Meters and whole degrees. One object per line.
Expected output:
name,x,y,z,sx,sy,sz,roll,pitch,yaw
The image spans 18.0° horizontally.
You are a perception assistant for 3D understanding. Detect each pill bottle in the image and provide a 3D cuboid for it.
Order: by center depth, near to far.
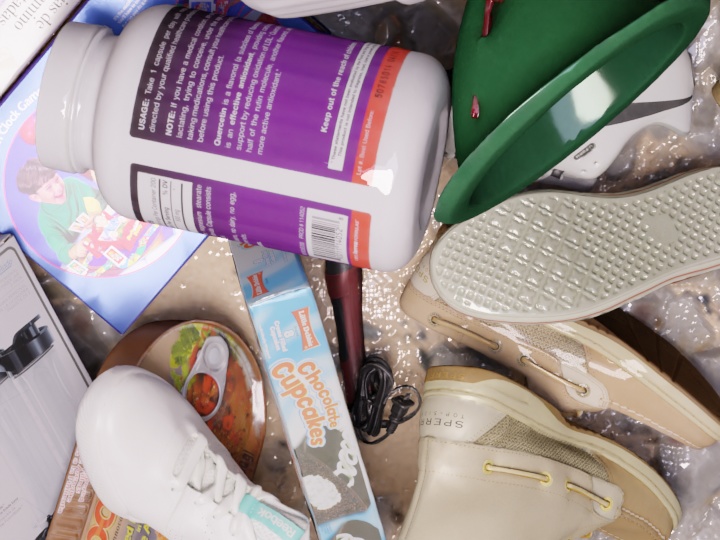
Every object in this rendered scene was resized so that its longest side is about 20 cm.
pill bottle,-0.059,-0.071,1.155,0.199,0.112,0.113,12,105,8

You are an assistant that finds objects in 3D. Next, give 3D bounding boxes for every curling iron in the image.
curling iron,0.000,0.000,1.276,0.049,0.026,0.202,-1,103,36

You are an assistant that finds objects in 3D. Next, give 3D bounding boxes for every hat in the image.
hat,0.065,-0.152,1.142,0.200,0.166,0.176,-39,80,8

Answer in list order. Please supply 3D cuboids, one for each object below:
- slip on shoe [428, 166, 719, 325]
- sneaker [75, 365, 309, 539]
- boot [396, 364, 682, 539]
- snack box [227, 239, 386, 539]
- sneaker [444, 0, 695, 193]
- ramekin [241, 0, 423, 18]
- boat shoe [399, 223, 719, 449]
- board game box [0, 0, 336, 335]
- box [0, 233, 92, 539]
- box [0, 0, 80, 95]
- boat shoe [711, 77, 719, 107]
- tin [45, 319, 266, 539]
slip on shoe,0.128,-0.011,1.236,0.199,0.061,0.075,-14,81,-21
sneaker,-0.071,0.126,1.204,0.075,0.088,0.200,-55,129,-29
boot,0.091,0.158,1.245,0.200,0.072,0.156,33,64,-39
snack box,-0.027,0.072,1.229,0.037,0.116,0.201,-17,118,-3
sneaker,0.091,-0.075,1.237,0.199,0.074,0.089,-17,107,0
ramekin,-0.033,-0.219,1.136,0.094,0.203,0.204,-18,106,14
boat shoe,0.117,0.048,1.278,0.199,0.071,0.065,33,106,0
board game box,-0.116,-0.085,1.241,0.134,0.045,0.200,40,100,-12
box,-0.198,0.095,1.240,0.060,0.117,0.201,-6,119,44
box,-0.208,-0.110,1.233,0.039,0.041,0.200,40,99,-12
boat shoe,0.293,-0.073,1.247,0.199,0.074,0.067,27,108,-9
tin,-0.114,0.123,1.247,0.112,0.042,0.201,34,67,-48
